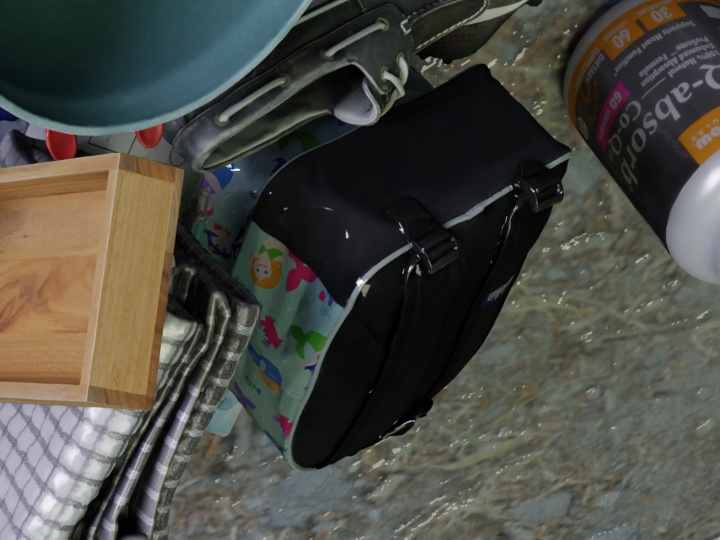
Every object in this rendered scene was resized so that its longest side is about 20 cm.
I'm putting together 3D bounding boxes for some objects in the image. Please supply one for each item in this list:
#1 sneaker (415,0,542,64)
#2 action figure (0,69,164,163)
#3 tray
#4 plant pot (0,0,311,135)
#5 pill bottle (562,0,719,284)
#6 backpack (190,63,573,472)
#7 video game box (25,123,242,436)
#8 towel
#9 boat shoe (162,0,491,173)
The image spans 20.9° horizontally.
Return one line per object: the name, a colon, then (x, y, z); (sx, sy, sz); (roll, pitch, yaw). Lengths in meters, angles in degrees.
sneaker: (0.015, -0.142, 1.023); (0.200, 0.071, 0.098); (-22, 146, 0)
action figure: (-0.161, -0.081, 0.902); (0.065, 0.200, 0.052); (-18, 113, -28)
tray: (-0.152, 0.008, 0.846); (0.037, 0.200, 0.099); (13, 80, -39)
plant pot: (-0.115, -0.173, 0.777); (0.200, 0.134, 0.201); (-26, 136, -29)
pill bottle: (0.207, -0.064, 1.110); (0.116, 0.200, 0.117); (-16, 136, -16)
backpack: (0.000, 0.000, 0.997); (0.177, 0.151, 0.200); (-31, 150, -34)
video game box: (-0.109, -0.021, 1.053); (0.182, 0.047, 0.200); (19, 102, -38)
towel: (-0.134, 0.045, 0.911); (0.085, 0.200, 0.166); (20, 103, -38)
boat shoe: (-0.010, -0.097, 0.915); (0.200, 0.071, 0.072); (-25, 163, -20)
